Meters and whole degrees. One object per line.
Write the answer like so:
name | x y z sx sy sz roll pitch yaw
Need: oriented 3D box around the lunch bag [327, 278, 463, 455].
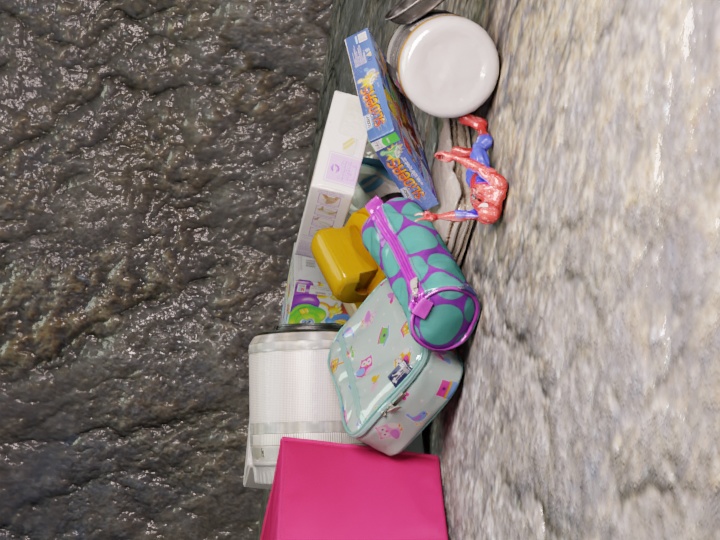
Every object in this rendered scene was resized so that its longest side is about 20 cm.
lunch bag | 0.035 0.111 1.530 0.160 0.077 0.200 -47 28 19

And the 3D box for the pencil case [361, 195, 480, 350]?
pencil case | 0.066 -0.001 1.476 0.085 0.092 0.200 -43 37 12

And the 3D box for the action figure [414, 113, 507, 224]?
action figure | 0.104 -0.107 1.422 0.200 0.098 0.066 -101 19 -59

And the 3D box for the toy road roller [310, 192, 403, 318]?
toy road roller | 0.000 0.000 1.666 0.123 0.145 0.200 62 144 25

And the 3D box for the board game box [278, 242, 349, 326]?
board game box | -0.068 0.073 2.017 0.105 0.102 0.201 -95 15 -55

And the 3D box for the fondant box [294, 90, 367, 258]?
fondant box | -0.035 -0.118 1.708 0.200 0.058 0.145 108 175 -64

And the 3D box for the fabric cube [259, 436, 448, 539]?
fabric cube | -0.014 0.338 1.487 0.200 0.195 0.201 -96 15 -56

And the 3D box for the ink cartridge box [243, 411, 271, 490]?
ink cartridge box | -0.069 0.251 1.935 0.084 0.199 0.145 110 165 -56

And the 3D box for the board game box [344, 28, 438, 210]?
board game box | 0.037 -0.183 1.584 0.136 0.034 0.201 54 -163 -43

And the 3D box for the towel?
towel | 0.107 -0.089 1.590 0.201 0.034 0.133 -91 12 -48

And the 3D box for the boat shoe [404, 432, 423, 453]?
boat shoe | 0.045 0.188 1.647 0.091 0.070 0.201 122 153 -68

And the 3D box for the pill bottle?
pill bottle | 0.092 -0.250 1.552 0.200 0.116 0.117 -111 30 -75

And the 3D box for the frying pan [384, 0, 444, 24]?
frying pan | 0.098 -0.344 1.524 0.190 0.031 0.115 -48 17 -32

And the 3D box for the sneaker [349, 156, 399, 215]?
sneaker | 0.031 -0.109 1.837 0.200 0.076 0.081 20 110 51

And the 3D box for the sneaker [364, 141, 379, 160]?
sneaker | 0.034 -0.124 1.938 0.088 0.081 0.201 -69 -13 -47

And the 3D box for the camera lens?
camera lens | -0.063 0.172 1.680 0.160 0.159 0.201 140 129 -78
